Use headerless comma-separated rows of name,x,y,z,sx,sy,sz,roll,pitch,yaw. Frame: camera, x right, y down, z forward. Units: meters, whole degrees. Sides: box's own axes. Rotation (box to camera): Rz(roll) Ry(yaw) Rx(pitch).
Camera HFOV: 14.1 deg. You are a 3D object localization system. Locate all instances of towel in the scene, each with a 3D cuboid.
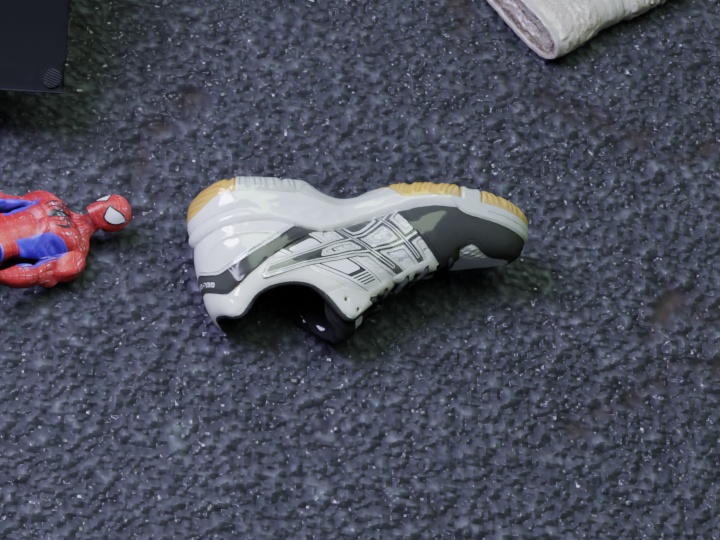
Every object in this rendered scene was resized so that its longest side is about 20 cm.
towel,0.106,-0.229,1.851,0.132,0.035,0.200,-29,69,-33

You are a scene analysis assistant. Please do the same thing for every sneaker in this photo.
sneaker,0.000,0.000,1.634,0.199,0.076,0.088,0,72,-17

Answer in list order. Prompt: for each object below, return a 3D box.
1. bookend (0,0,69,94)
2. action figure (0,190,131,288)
bookend,-0.225,-0.214,1.671,0.091,0.199,0.202,2,99,-17
action figure,-0.214,-0.012,1.575,0.199,0.052,0.066,-13,56,-29
